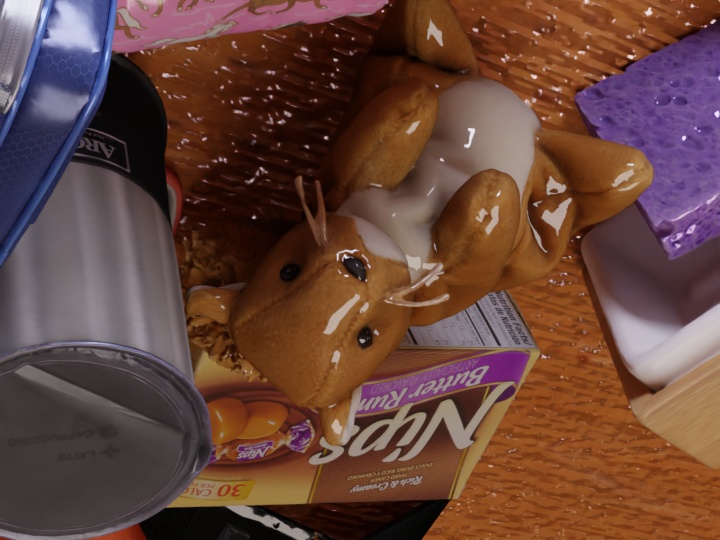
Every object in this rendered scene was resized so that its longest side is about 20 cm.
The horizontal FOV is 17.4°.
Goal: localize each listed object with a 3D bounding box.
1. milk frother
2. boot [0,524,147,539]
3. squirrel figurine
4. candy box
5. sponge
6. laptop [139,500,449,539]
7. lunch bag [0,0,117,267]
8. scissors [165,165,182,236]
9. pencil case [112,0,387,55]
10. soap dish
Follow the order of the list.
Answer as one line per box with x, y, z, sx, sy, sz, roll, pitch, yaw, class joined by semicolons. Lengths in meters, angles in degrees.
-0.160;0.037;1.005;0.179;0.189;0.201;-5;135;-6;milk frother
-0.141;0.138;1.158;0.075;0.108;0.200;-25;167;-13;boot
0.000;0.000;1.063;0.187;0.141;0.200;-52;-172;-38;squirrel figurine
-0.019;0.064;1.221;0.199;0.057;0.117;3;131;-30;candy box
0.212;-0.091;1.142;0.199;0.112;0.030;-27;132;-1;sponge
-0.072;0.176;1.344;0.199;0.104;0.178;25;120;-14;laptop
-0.162;-0.062;0.834;0.131;0.137;0.200;20;137;-19;lunch bag
-0.134;0.027;1.148;0.073;0.014;0.201;-7;134;-26;scissors
-0.081;-0.132;0.962;0.198;0.086;0.084;-10;95;-20;pencil case
0.197;0.006;1.170;0.157;0.200;0.081;-33;108;9;soap dish
